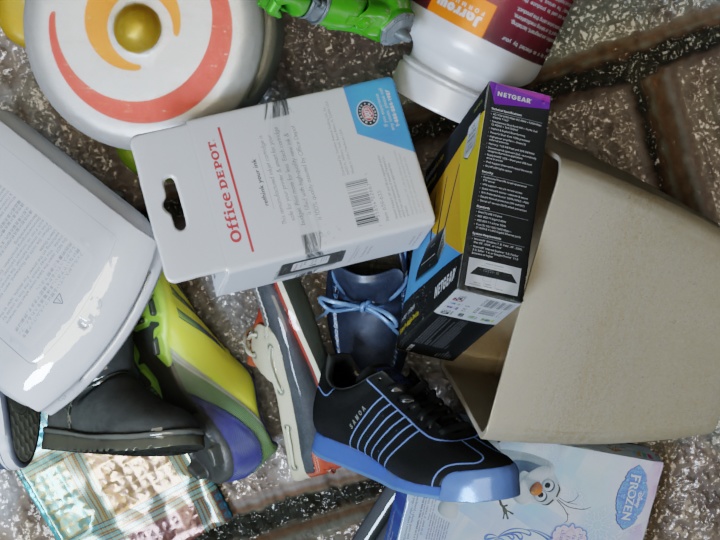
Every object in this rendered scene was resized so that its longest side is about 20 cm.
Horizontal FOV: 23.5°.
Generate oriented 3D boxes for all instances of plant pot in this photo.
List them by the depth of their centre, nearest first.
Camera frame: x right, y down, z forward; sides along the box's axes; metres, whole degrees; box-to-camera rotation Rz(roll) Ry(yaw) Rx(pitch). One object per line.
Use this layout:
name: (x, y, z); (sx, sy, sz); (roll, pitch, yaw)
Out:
plant pot: (0.181, 0.021, 1.268); (0.175, 0.200, 0.202); (13, 101, -8)

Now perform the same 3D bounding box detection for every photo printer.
photo printer: (-0.246, -0.003, 1.282); (0.199, 0.069, 0.167); (35, 90, 27)

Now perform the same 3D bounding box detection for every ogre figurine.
ogre figurine: (-0.018, -0.227, 1.262); (0.119, 0.200, 0.099); (22, 103, -18)

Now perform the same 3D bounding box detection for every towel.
towel: (-0.212, 0.149, 1.412); (0.146, 0.022, 0.201); (-29, 95, 11)

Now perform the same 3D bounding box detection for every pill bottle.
pill bottle: (0.101, -0.209, 1.274); (0.112, 0.113, 0.201); (25, 100, 2)

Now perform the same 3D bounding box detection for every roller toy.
roller toy: (-0.155, -0.185, 1.293); (0.182, 0.140, 0.201); (-38, 93, 10)

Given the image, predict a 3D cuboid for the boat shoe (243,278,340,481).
boat shoe: (-0.058, 0.069, 1.361); (0.062, 0.071, 0.202); (-20, 100, 12)

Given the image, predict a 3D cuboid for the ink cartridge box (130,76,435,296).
ink cartridge box: (-0.059, -0.056, 1.242); (0.198, 0.067, 0.117); (-13, 77, -14)

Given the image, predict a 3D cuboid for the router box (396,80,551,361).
router box: (0.078, -0.029, 1.239); (0.051, 0.200, 0.151); (12, 74, -8)

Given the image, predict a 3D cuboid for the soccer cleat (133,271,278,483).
soccer cleat: (-0.131, 0.073, 1.377); (0.065, 0.083, 0.202); (-36, 77, 46)

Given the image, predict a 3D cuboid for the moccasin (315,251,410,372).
moccasin: (0.000, 0.000, 1.340); (0.080, 0.068, 0.202); (-3, 99, 7)

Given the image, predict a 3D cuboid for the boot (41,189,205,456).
boot: (-0.186, 0.040, 1.325); (0.181, 0.072, 0.202); (-1, 81, 38)

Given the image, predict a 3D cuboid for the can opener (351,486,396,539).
can opener: (0.014, 0.241, 1.393); (0.066, 0.053, 0.201); (20, 105, -32)

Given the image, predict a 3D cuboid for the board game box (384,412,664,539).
board game box: (0.117, 0.221, 1.349); (0.197, 0.043, 0.202); (11, 100, -13)

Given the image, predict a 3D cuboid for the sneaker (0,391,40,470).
sneaker: (-0.337, 0.082, 1.362); (0.145, 0.077, 0.204); (-21, 65, 6)

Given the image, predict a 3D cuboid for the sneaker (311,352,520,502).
sneaker: (0.036, 0.113, 1.255); (0.199, 0.070, 0.079); (12, 102, 44)
